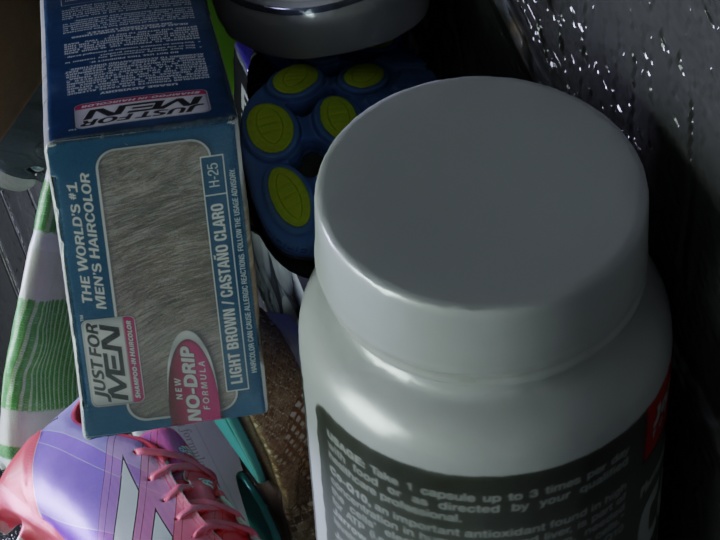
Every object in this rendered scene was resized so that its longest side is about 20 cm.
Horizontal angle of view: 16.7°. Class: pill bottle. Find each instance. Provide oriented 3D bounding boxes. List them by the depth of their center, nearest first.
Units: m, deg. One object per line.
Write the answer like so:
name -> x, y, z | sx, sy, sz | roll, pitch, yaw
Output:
pill bottle -> 0.039, 0.045, 0.765 | 0.200, 0.114, 0.114 | 87, 159, -47

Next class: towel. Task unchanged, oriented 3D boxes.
towel -> -0.107, -0.009, 1.101 | 0.153, 0.023, 0.200 | 3, -79, -70

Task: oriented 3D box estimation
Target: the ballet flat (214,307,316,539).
ballet flat -> -0.023, 0.063, 0.933 | 0.071, 0.065, 0.200 | 51, 166, 43

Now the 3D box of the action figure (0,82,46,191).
action figure -> -0.192, -0.059, 1.109 | 0.105, 0.193, 0.200 | -108, 26, -44

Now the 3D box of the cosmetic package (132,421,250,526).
cosmetic package -> -0.046, 0.085, 1.107 | 0.102, 0.074, 0.200 | 62, -177, 13

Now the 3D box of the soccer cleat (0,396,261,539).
soccer cleat -> -0.072, 0.100, 0.928 | 0.067, 0.077, 0.200 | 40, 169, -38

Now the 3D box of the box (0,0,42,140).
box -> -0.161, -0.155, 0.955 | 0.164, 0.021, 0.200 | -63, -32, -42

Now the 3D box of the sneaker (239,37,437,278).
sneaker -> -0.009, -0.039, 0.864 | 0.200, 0.071, 0.083 | -101, 12, -69

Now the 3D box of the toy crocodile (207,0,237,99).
toy crocodile -> -0.078, -0.162, 1.020 | 0.062, 0.067, 0.200 | -137, 36, -62

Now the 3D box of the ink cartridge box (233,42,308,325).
ink cartridge box -> 0.000, 0.000, 1.002 | 0.200, 0.043, 0.198 | 95, 153, -56

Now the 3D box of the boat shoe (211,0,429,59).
boat shoe -> -0.035, -0.137, 0.890 | 0.200, 0.074, 0.065 | 47, 157, 55

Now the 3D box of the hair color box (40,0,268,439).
hair color box -> -0.072, -0.033, 0.820 | 0.200, 0.060, 0.100 | -108, 11, -67
